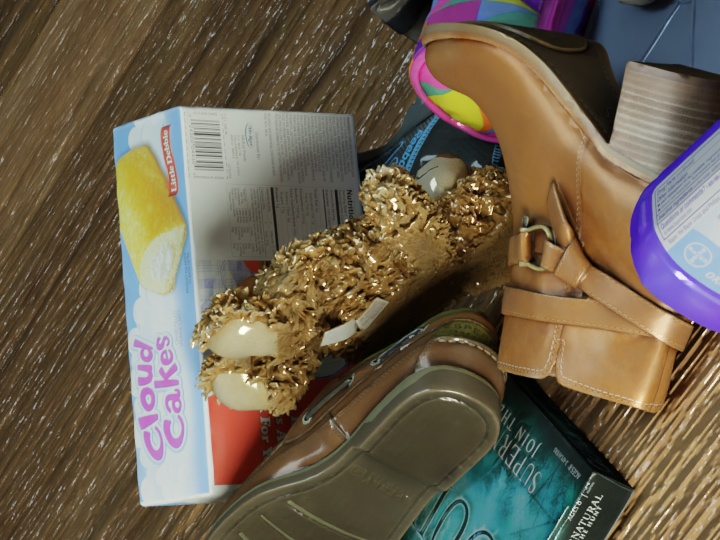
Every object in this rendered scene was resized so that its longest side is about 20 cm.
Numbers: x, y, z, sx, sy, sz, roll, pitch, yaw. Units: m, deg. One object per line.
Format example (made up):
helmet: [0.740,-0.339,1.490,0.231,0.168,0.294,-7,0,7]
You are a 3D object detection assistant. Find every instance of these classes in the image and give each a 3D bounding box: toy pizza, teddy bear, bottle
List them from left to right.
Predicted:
teddy bear: [0.000,0.000,1.387,0.200,0.145,0.067,-37,60,-1]
toy pizza: [0.170,-0.133,1.338,0.200,0.032,0.201,-49,27,36]
bottle: [0.196,-0.052,1.139,0.200,0.083,0.065,-44,31,38]

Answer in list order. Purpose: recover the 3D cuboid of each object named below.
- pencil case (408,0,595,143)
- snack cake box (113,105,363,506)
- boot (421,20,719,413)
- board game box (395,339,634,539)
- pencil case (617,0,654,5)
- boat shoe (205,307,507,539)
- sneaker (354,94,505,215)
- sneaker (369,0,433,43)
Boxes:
pencil case: [0.089,-0.163,1.450,0.088,0.088,0.200,-31,33,53]
snack cake box: [-0.057,0.019,1.467,0.067,0.115,0.201,-14,78,50]
boot: [0.089,-0.029,1.300,0.200,0.077,0.156,20,103,41]
board game box: [0.053,0.118,1.342,0.136,0.028,0.200,-61,23,9]
pencil case: [0.070,-0.193,1.319,0.089,0.200,0.078,0,70,60]
boat shoe: [0.001,0.090,1.369,0.200,0.072,0.068,-36,30,35]
sneaker: [0.017,-0.026,1.505,0.200,0.073,0.082,-47,28,36]
sneaker: [0.044,-0.209,1.626,0.146,0.077,0.202,-60,25,5]
